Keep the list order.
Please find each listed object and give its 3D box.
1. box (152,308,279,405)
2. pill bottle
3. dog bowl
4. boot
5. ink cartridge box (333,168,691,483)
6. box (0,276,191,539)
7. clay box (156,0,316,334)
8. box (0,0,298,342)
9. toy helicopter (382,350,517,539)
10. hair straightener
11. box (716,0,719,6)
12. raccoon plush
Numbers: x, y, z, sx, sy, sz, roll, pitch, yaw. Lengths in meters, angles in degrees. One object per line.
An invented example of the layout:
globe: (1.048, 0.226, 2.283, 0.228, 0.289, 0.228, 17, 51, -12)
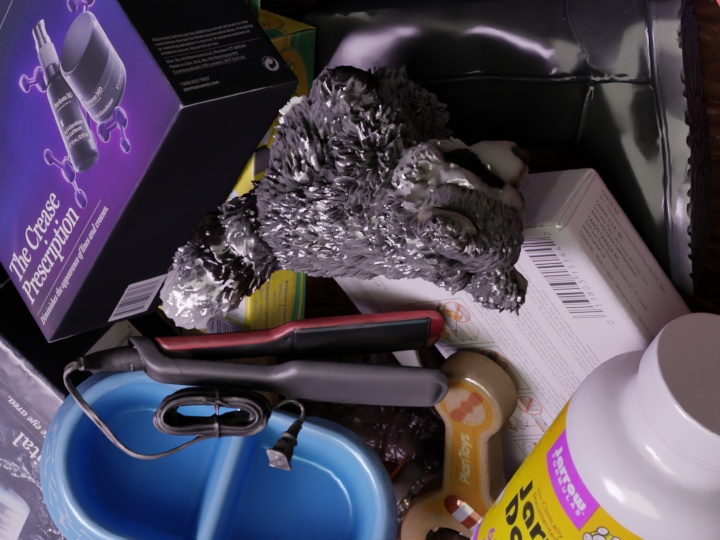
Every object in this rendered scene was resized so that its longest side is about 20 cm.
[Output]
box: (-0.127, 0.043, 1.092, 0.162, 0.021, 0.202, 7, 117, 19)
pill bottle: (0.130, 0.109, 0.866, 0.104, 0.104, 0.201, 32, 135, 5)
dog bowl: (-0.073, 0.115, 0.948, 0.198, 0.113, 0.050, 19, 167, -3)
boot: (0.076, -0.068, 0.921, 0.198, 0.066, 0.167, 0, 109, 21)
ink cartridge box: (0.096, 0.037, 0.947, 0.175, 0.045, 0.200, -4, 133, 46)
box: (-0.179, 0.121, 1.071, 0.197, 0.118, 0.200, 44, 124, -3)
clay box: (-0.078, -0.069, 0.956, 0.114, 0.047, 0.202, 25, 121, 40)
box: (-0.133, -0.081, 0.920, 0.142, 0.078, 0.200, 58, 138, 20)
toy helicopter: (0.055, 0.121, 1.007, 0.131, 0.079, 0.202, 22, 136, 26)
hair straightener: (-0.051, 0.061, 0.911, 0.198, 0.078, 0.041, 0, 149, -10)
box: (0.205, -0.161, 0.798, 0.094, 0.103, 0.201, -25, 105, 32)
raccoon plush: (0.000, 0.000, 0.855, 0.096, 0.135, 0.200, 19, 123, -36)
